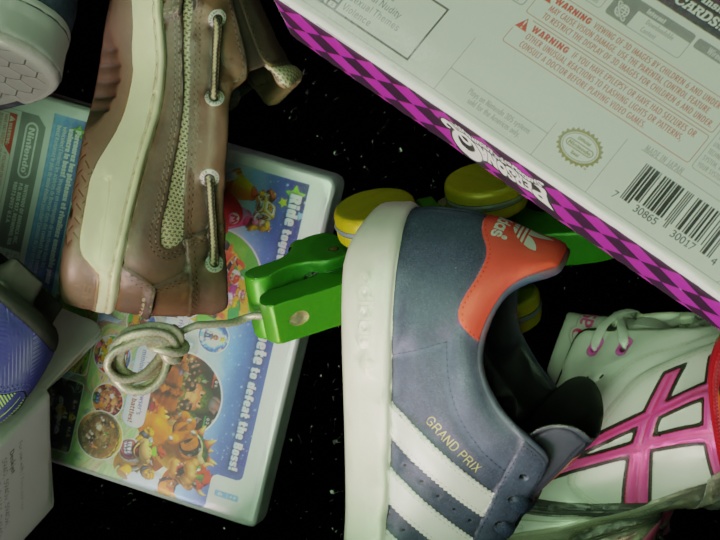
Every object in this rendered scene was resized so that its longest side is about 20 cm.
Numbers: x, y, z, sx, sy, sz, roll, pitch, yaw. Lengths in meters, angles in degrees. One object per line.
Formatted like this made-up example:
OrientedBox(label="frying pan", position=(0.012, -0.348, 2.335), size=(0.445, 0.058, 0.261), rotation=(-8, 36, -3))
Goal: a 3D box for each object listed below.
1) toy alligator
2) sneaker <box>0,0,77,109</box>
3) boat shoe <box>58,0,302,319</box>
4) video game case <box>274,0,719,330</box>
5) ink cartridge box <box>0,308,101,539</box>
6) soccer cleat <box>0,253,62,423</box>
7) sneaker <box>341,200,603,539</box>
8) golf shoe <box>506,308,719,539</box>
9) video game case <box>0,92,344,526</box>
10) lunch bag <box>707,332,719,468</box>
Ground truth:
OrientedBox(label="toy alligator", position=(0.000, 0.000, 0.846), size=(0.199, 0.054, 0.059), rotation=(-14, 115, -8))
OrientedBox(label="sneaker", position=(-0.159, -0.129, 0.871), size=(0.202, 0.077, 0.147), rotation=(-6, 65, 46))
OrientedBox(label="boat shoe", position=(-0.059, -0.080, 0.864), size=(0.075, 0.075, 0.203), rotation=(11, 89, -5))
OrientedBox(label="video game case", position=(0.102, -0.100, 0.759), size=(0.200, 0.036, 0.181), rotation=(35, 79, 23))
OrientedBox(label="ink cartridge box", position=(-0.193, 0.082, 0.865), size=(0.116, 0.200, 0.067), rotation=(21, 133, 20))
OrientedBox(label="soccer cleat", position=(-0.201, -0.006, 0.854), size=(0.200, 0.065, 0.084), rotation=(33, 79, 20))
OrientedBox(label="sneaker", position=(0.041, 0.076, 0.800), size=(0.084, 0.075, 0.201), rotation=(3, 111, 13))
OrientedBox(label="golf shoe", position=(0.111, 0.046, 0.832), size=(0.200, 0.073, 0.092), rotation=(-35, 86, 18))
OrientedBox(label="video game case", position=(-0.116, 0.005, 0.922), size=(0.200, 0.018, 0.144), rotation=(16, 101, 14))
OrientedBox(label="lunch bag", position=(0.223, 0.073, 0.759), size=(0.200, 0.082, 0.177), rotation=(-16, 105, -11))
